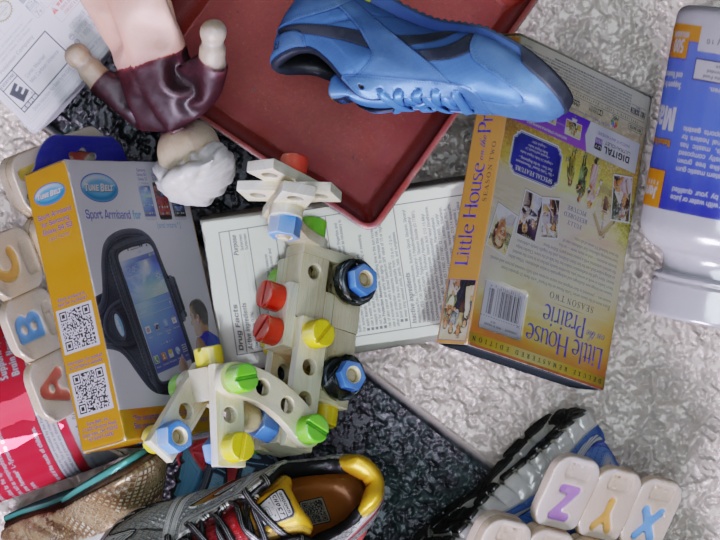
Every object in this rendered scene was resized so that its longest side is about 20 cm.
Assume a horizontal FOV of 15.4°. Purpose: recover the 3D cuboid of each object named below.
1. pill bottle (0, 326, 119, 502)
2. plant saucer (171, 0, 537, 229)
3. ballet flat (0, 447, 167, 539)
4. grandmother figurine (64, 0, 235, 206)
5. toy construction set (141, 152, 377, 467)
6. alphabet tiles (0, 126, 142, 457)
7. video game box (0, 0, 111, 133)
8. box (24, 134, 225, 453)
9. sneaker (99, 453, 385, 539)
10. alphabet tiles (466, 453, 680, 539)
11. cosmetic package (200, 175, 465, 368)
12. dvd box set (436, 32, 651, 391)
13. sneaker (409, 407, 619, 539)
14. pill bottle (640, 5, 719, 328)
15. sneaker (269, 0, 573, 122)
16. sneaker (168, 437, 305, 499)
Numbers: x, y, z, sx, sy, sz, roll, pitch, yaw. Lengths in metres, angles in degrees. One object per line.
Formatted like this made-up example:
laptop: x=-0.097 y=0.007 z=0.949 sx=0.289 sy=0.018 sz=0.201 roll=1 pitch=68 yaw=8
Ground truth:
pill bottle: x=-0.259 y=0.100 z=1.715 sx=0.199 sy=0.112 sz=0.113 roll=-20 pitch=95 yaw=-1
plant saucer: x=-0.017 y=-0.152 z=1.711 sx=0.199 sy=0.037 sz=0.200 roll=34 pitch=78 yaw=8
ballet flat: x=-0.166 y=0.163 z=1.692 sx=0.070 sy=0.200 sz=0.066 roll=-22 pitch=86 yaw=-31
grandmother figurine: x=-0.127 y=-0.132 z=1.647 sx=0.060 sy=0.121 sz=0.201 roll=-34 pitch=112 yaw=-40
toy construction set: x=-0.054 y=0.031 z=1.632 sx=0.131 sy=0.092 sz=0.201 roll=18 pitch=86 yaw=-33
alphabet tiles: x=-0.161 y=0.012 z=1.685 sx=0.015 sy=0.195 sz=0.201 roll=-17 pitch=96 yaw=34
video game box: x=-0.207 y=-0.220 z=1.690 sx=0.182 sy=0.047 sz=0.200 roll=44 pitch=113 yaw=-4
box: x=-0.144 y=0.009 z=1.662 sx=0.041 sy=0.119 sz=0.201 roll=-15 pitch=83 yaw=32
sneaker: x=-0.073 y=0.153 z=1.607 sx=0.199 sy=0.082 sz=0.078 roll=-20 pitch=74 yaw=-29
alphabet tiles: x=0.132 y=0.217 z=1.727 sx=0.199 sy=0.015 sz=0.196 roll=17 pitch=101 yaw=-40
cosmetic package: x=0.000 y=0.000 z=1.739 sx=0.199 sy=0.073 sz=0.104 roll=-8 pitch=94 yaw=-2
dvd box set: x=0.120 y=-0.035 z=1.701 sx=0.146 sy=0.029 sz=0.201 roll=18 pitch=79 yaw=-46
sneaker: x=0.098 y=0.184 z=1.750 sx=0.200 sy=0.079 sz=0.089 roll=-41 pitch=100 yaw=-8
pill bottle: x=0.242 y=-0.065 z=1.725 sx=0.111 sy=0.112 sz=0.201 roll=10 pitch=94 yaw=-3
sneaker: x=0.034 y=-0.117 z=1.630 sx=0.199 sy=0.066 sz=0.079 roll=23 pitch=69 yaw=27
sneaker: x=-0.072 y=0.155 z=1.687 sx=0.095 sy=0.201 sz=0.079 roll=-11 pitch=136 yaw=16
